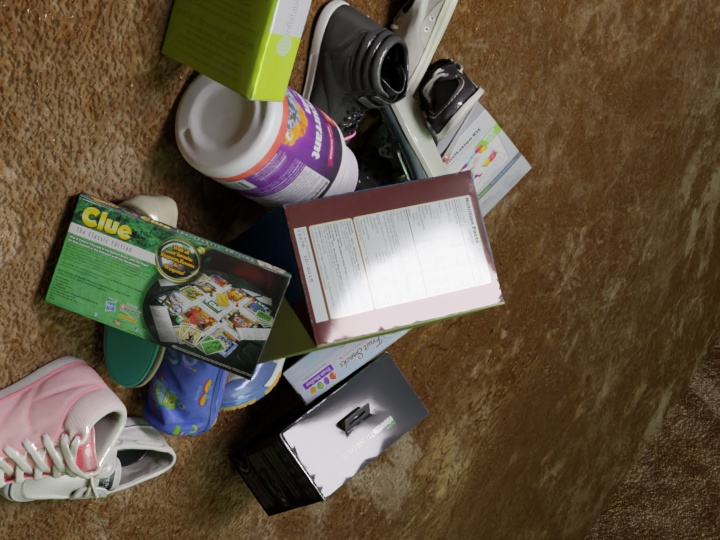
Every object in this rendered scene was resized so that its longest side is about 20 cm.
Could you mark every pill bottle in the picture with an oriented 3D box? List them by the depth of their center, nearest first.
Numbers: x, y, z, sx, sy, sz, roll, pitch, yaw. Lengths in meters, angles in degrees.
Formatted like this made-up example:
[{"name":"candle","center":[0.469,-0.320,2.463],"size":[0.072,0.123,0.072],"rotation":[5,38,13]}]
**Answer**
[{"name":"pill bottle","center":[-0.081,-0.119,1.105],"size":[0.112,0.111,0.200],"rotation":[-62,151,1]}]

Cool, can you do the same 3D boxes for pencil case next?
[{"name":"pencil case","center":[-0.164,0.080,1.152],"size":[0.078,0.087,0.201],"rotation":[-13,133,-43]}]

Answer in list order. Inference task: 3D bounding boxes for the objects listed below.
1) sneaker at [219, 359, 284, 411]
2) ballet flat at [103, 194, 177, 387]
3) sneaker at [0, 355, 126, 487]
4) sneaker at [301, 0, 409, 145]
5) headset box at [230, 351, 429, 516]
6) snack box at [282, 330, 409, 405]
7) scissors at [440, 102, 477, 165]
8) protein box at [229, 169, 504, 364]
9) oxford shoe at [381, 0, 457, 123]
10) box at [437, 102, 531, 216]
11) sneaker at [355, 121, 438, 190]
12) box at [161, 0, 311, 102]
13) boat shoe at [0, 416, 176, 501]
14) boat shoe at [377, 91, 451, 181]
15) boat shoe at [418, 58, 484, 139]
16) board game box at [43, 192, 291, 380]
[{"name":"sneaker","center":[-0.113,0.070,1.272],"size":[0.200,0.075,0.088],"rotation":[-49,142,-38]},{"name":"ballet flat","center":[-0.205,0.018,1.086],"size":[0.069,0.069,0.201],"rotation":[-23,132,-47]},{"name":"sneaker","center":[-0.298,0.160,1.015],"size":[0.200,0.104,0.076],"rotation":[-36,144,-36]},{"name":"sneaker","center":[-0.005,-0.173,1.191],"size":[0.071,0.099,0.201],"rotation":[-31,140,-44]},{"name":"headset box","center":[-0.037,0.196,1.346],"size":[0.174,0.093,0.200],"rotation":[-35,180,-29]},{"name":"snack box","center":[0.012,0.071,1.342],"size":[0.200,0.053,0.142],"rotation":[-37,178,10]},{"name":"scissors","center":[0.091,-0.122,1.335],"size":[0.073,0.014,0.200],"rotation":[-26,157,-25]},{"name":"protein box","center":[0.000,0.000,1.131],"size":[0.199,0.198,0.136],"rotation":[-12,86,-23]},{"name":"oxford shoe","center":[0.057,-0.255,1.269],"size":[0.075,0.058,0.200],"rotation":[-75,-173,-54]},{"name":"box","center":[0.128,-0.124,1.461],"size":[0.156,0.041,0.200],"rotation":[-46,150,5]},{"name":"sneaker","center":[0.018,-0.110,1.332],"size":[0.200,0.075,0.079],"rotation":[-49,179,-33]},{"name":"box","center":[-0.093,-0.258,0.958],"size":[0.048,0.122,0.201],"rotation":[-5,119,-51]},{"name":"boat shoe","center":[-0.267,0.197,1.131],"size":[0.200,0.066,0.072],"rotation":[0,115,-58]},{"name":"boat shoe","center":[0.050,-0.128,1.256],"size":[0.201,0.062,0.073],"rotation":[60,24,-16]},{"name":"boat shoe","center":[0.096,-0.202,1.277],"size":[0.074,0.060,0.200],"rotation":[-44,-171,18]},{"name":"board game box","center":[-0.172,0.015,1.012],"size":[0.023,0.199,0.105],"rotation":[-85,-163,-76]}]
